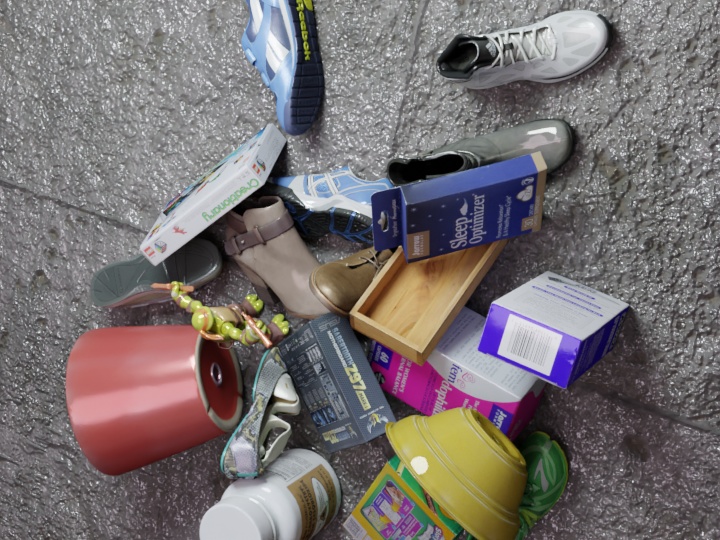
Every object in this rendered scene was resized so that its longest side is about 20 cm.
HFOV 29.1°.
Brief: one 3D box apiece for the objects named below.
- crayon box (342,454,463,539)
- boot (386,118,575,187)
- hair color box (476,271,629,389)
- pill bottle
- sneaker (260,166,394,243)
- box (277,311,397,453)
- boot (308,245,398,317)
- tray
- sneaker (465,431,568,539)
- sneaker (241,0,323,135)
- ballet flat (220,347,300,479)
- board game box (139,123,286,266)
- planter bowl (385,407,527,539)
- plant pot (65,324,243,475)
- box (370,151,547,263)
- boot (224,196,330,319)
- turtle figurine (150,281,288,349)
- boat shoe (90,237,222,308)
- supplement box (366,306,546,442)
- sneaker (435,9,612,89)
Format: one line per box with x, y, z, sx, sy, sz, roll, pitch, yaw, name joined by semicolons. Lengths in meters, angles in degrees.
0.062;0.303;1.701;0.119;0.058;0.200;46;145;12;crayon box
0.139;-0.125;1.596;0.199;0.130;0.068;-12;93;27;boot
0.218;0.063;1.552;0.109;0.200;0.065;23;110;20;hair color box
-0.115;0.307;1.759;0.113;0.200;0.115;5;102;25;pill bottle
-0.039;-0.088;1.733;0.199;0.077;0.076;16;150;35;sneaker
-0.031;0.139;1.705;0.051;0.200;0.159;-24;85;-17;box
0.000;0.000;1.648;0.074;0.200;0.075;47;113;5;boot
0.083;0.008;1.627;0.098;0.200;0.037;28;152;19;tray
0.186;0.287;1.673;0.074;0.083;0.201;33;111;18;sneaker
-0.099;-0.266;1.724;0.082;0.074;0.202;-6;89;29;sneaker
-0.113;0.184;1.759;0.071;0.201;0.072;12;139;11;ballet flat
-0.187;-0.097;1.764;0.199;0.127;0.035;-34;108;27;board game box
0.127;0.214;1.552;0.083;0.200;0.200;-46;78;8;planter bowl
-0.261;0.156;1.821;0.176;0.200;0.202;-13;93;18;plant pot
0.112;-0.066;1.580;0.198;0.121;0.033;-13;58;-5;box
-0.088;-0.021;1.740;0.199;0.070;0.147;5;123;35;boot
-0.160;0.069;1.754;0.199;0.161;0.065;21;98;30;turtle figurine
-0.267;0.008;1.865;0.201;0.065;0.075;-19;71;22;boat shoe
0.116;0.115;1.656;0.199;0.103;0.102;28;129;18;supplement box
0.178;-0.242;1.564;0.199;0.115;0.076;-11;94;27;sneaker
